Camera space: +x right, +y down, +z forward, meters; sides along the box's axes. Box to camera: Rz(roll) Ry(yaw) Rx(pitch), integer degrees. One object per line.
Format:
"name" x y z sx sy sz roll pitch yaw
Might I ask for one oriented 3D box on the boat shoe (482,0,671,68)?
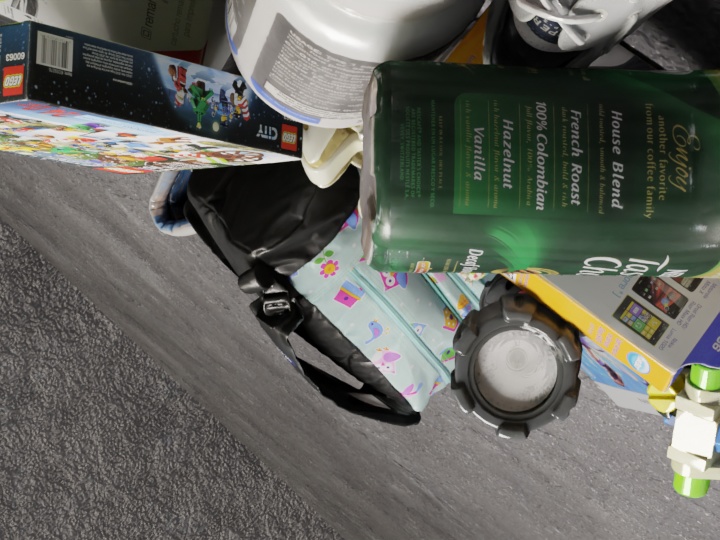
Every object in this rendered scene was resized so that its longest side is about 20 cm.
"boat shoe" 0.090 -0.120 0.710 0.072 0.069 0.200 40 167 -5

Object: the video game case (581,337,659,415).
"video game case" 0.156 0.017 1.050 0.200 0.046 0.181 44 165 -19

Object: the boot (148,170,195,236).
"boot" -0.066 -0.068 1.136 0.200 0.095 0.074 -33 79 53

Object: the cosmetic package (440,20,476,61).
"cosmetic package" 0.015 -0.114 0.988 0.199 0.051 0.083 25 162 49

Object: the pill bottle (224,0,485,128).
"pill bottle" 0.001 -0.142 0.789 0.113 0.114 0.200 39 168 -3

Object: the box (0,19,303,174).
"box" -0.142 -0.083 0.873 0.135 0.038 0.199 -3 174 37

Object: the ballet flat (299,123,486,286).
"ballet flat" 0.008 -0.062 0.924 0.199 0.064 0.076 35 166 23

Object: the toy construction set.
"toy construction set" 0.219 0.065 0.854 0.130 0.093 0.199 20 -163 31

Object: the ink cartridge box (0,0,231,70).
"ink cartridge box" -0.163 -0.187 0.962 0.198 0.084 0.145 24 143 3

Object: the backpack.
"backpack" 0.000 0.000 1.049 0.200 0.126 0.167 44 -173 -32

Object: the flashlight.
"flashlight" 0.083 0.032 0.900 0.068 0.068 0.200 58 -170 -6

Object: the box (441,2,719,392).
"box" 0.117 -0.036 0.809 0.199 0.119 0.042 37 167 10

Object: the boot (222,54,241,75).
"boot" -0.147 -0.171 1.209 0.199 0.074 0.151 26 163 28

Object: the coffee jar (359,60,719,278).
"coffee jar" 0.099 -0.041 0.731 0.197 0.087 0.104 1 171 -1
